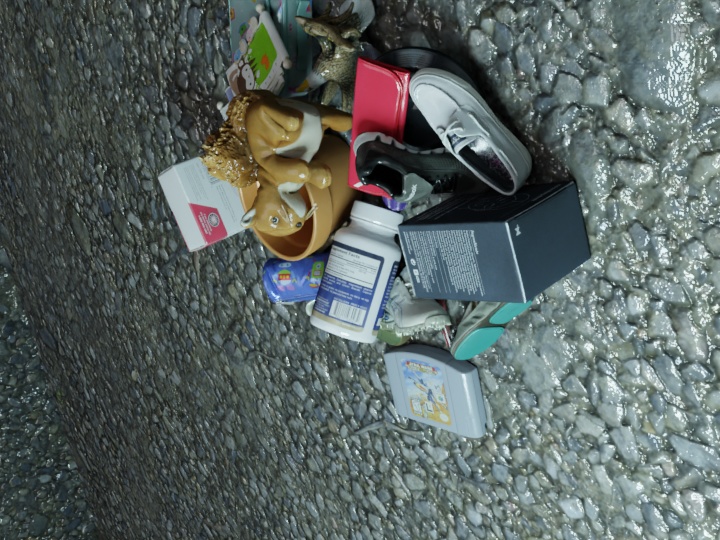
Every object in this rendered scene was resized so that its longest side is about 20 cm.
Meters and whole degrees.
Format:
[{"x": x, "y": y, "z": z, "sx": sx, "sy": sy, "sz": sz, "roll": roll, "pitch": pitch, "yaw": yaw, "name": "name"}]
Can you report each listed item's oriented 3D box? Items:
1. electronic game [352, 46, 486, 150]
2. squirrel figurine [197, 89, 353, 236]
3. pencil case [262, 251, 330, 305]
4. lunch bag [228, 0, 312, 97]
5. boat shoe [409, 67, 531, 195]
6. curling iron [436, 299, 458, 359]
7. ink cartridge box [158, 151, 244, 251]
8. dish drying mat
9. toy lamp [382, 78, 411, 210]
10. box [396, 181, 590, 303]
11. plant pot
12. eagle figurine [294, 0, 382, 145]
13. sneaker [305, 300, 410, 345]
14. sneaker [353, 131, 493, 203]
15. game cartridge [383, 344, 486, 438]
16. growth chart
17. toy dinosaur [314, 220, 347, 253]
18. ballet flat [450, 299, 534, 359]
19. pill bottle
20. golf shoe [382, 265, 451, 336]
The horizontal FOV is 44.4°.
[{"x": 0.081, "y": -0.208, "z": 1.209, "sx": 0.196, "sy": 0.042, "sz": 0.203, "roll": 13, "pitch": 129, "yaw": 17, "name": "electronic game"}, {"x": -0.130, "y": -0.153, "z": 1.267, "sx": 0.197, "sy": 0.141, "sz": 0.190, "roll": 23, "pitch": 112, "yaw": 26, "name": "squirrel figurine"}, {"x": -0.076, "y": 0.013, "z": 1.495, "sx": 0.197, "sy": 0.078, "sz": 0.089, "roll": -6, "pitch": 66, "yaw": 29, "name": "pencil case"}, {"x": -0.139, "y": -0.374, "z": 1.380, "sx": 0.159, "sy": 0.076, "sz": 0.204, "roll": 19, "pitch": 115, "yaw": 49, "name": "lunch bag"}, {"x": 0.136, "y": -0.174, "z": 1.133, "sx": 0.200, "sy": 0.069, "sz": 0.072, "roll": 46, "pitch": 130, "yaw": -10, "name": "boat shoe"}, {"x": 0.129, "y": 0.038, "z": 1.360, "sx": 0.049, "sy": 0.025, "sz": 0.204, "roll": -16, "pitch": 93, "yaw": 32, "name": "curling iron"}, {"x": -0.235, "y": -0.140, "z": 1.555, "sx": 0.085, "sy": 0.198, "sz": 0.150, "roll": -16, "pitch": 98, "yaw": 54, "name": "ink cartridge box"}, {"x": 0.022, "y": -0.190, "z": 1.208, "sx": 0.076, "sy": 0.018, "sz": 0.203, "roll": 20, "pitch": 134, "yaw": 16, "name": "dish drying mat"}, {"x": 0.058, "y": -0.184, "z": 1.289, "sx": 0.058, "sy": 0.058, "sz": 0.203, "roll": 31, "pitch": 132, "yaw": 36, "name": "toy lamp"}, {"x": 0.173, "y": -0.038, "z": 1.155, "sx": 0.198, "sy": 0.147, "sz": 0.109, "roll": 1, "pitch": 112, "yaw": 51, "name": "box"}, {"x": -0.087, "y": -0.135, "z": 1.427, "sx": 0.199, "sy": 0.139, "sz": 0.203, "roll": 29, "pitch": 132, "yaw": 39, "name": "plant pot"}, {"x": -0.031, "y": -0.291, "z": 1.303, "sx": 0.201, "sy": 0.148, "sz": 0.154, "roll": 62, "pitch": -159, "yaw": -52, "name": "eagle figurine"}, {"x": -0.012, "y": 0.087, "z": 1.506, "sx": 0.199, "sy": 0.089, "sz": 0.068, "roll": 28, "pitch": 131, "yaw": 38, "name": "sneaker"}, {"x": 0.081, "y": -0.122, "z": 1.172, "sx": 0.196, "sy": 0.091, "sz": 0.067, "roll": 13, "pitch": 135, "yaw": -2, "name": "sneaker"}, {"x": 0.118, "y": 0.192, "z": 1.455, "sx": 0.198, "sy": 0.041, "sz": 0.136, "roll": 8, "pitch": 121, "yaw": 49, "name": "game cartridge"}, {"x": -0.165, "y": -0.289, "z": 1.348, "sx": 0.146, "sy": 0.018, "sz": 0.201, "roll": 57, "pitch": 132, "yaw": 30, "name": "growth chart"}, {"x": -0.075, "y": -0.024, "z": 1.560, "sx": 0.198, "sy": 0.047, "sz": 0.090, "roll": -18, "pitch": 90, "yaw": 50, "name": "toy dinosaur"}, {"x": 0.188, "y": 0.060, "z": 1.280, "sx": 0.201, "sy": 0.066, "sz": 0.065, "roll": 126, "pitch": 139, "yaw": -50, "name": "ballet flat"}, {"x": 0.000, "y": 0.000, "z": 1.364, "sx": 0.110, "sy": 0.110, "sz": 0.204, "roll": 20, "pitch": 93, "yaw": 43, "name": "pill bottle"}, {"x": 0.076, "y": 0.044, "z": 1.352, "sx": 0.200, "sy": 0.077, "sz": 0.099, "roll": -168, "pitch": 70, "yaw": -70, "name": "golf shoe"}]
